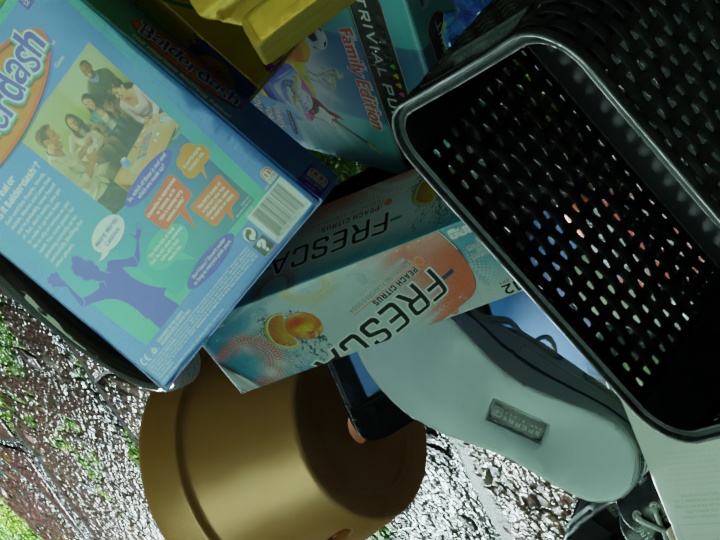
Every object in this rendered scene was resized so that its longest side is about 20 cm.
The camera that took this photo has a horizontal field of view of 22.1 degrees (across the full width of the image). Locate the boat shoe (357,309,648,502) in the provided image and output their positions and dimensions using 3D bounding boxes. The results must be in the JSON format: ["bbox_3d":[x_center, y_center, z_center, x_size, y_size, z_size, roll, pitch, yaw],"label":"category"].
[{"bbox_3d":[0.093,0.065,1.119,0.201,0.086,0.075,26,111,21],"label":"boat shoe"}]

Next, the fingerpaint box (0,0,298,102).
[{"bbox_3d":[-0.131,-0.149,1.080,0.167,0.074,0.200,41,153,-6],"label":"fingerpaint box"}]

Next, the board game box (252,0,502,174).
[{"bbox_3d":[-0.022,-0.137,1.094,0.199,0.047,0.152,19,144,36],"label":"board game box"}]

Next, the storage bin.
[{"bbox_3d":[0.128,-0.036,0.767,0.200,0.094,0.135,48,151,-11],"label":"storage bin"}]

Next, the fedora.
[{"bbox_3d":[-0.164,-0.016,1.150,0.200,0.091,0.177,40,158,-10],"label":"fedora"}]

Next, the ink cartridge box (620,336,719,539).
[{"bbox_3d":[0.231,0.128,1.010,0.145,0.048,0.202,-13,102,52],"label":"ink cartridge box"}]

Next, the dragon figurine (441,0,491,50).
[{"bbox_3d":[0.061,-0.163,0.941,0.200,0.059,0.099,50,151,-17],"label":"dragon figurine"}]

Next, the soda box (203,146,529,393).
[{"bbox_3d":[0.000,0.000,1.074,0.198,0.069,0.064,-21,127,23],"label":"soda box"}]

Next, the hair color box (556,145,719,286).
[{"bbox_3d":[0.198,-0.057,0.866,0.064,0.111,0.199,51,150,-17],"label":"hair color box"}]

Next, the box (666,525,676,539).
[{"bbox_3d":[0.275,0.209,1.058,0.201,0.021,0.163,60,145,10],"label":"box"}]

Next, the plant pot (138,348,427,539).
[{"bbox_3d":[-0.046,0.133,1.368,0.139,0.201,0.200,-24,113,42],"label":"plant pot"}]

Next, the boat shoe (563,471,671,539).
[{"bbox_3d":[0.199,0.155,1.202,0.072,0.068,0.200,47,149,-11],"label":"boat shoe"}]

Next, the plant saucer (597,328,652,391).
[{"bbox_3d":[0.229,0.064,1.061,0.199,0.036,0.201,29,143,24],"label":"plant saucer"}]

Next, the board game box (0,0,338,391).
[{"bbox_3d":[-0.135,-0.055,1.007,0.200,0.045,0.152,40,113,-4],"label":"board game box"}]

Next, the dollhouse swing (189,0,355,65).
[{"bbox_3d":[-0.070,-0.214,0.844,0.181,0.176,0.201,-33,88,23],"label":"dollhouse swing"}]

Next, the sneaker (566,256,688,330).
[{"bbox_3d":[0.182,-0.005,0.954,0.199,0.080,0.075,-10,90,42],"label":"sneaker"}]

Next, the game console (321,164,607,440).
[{"bbox_3d":[0.065,0.029,1.154,0.117,0.175,0.201,52,168,50],"label":"game console"}]
